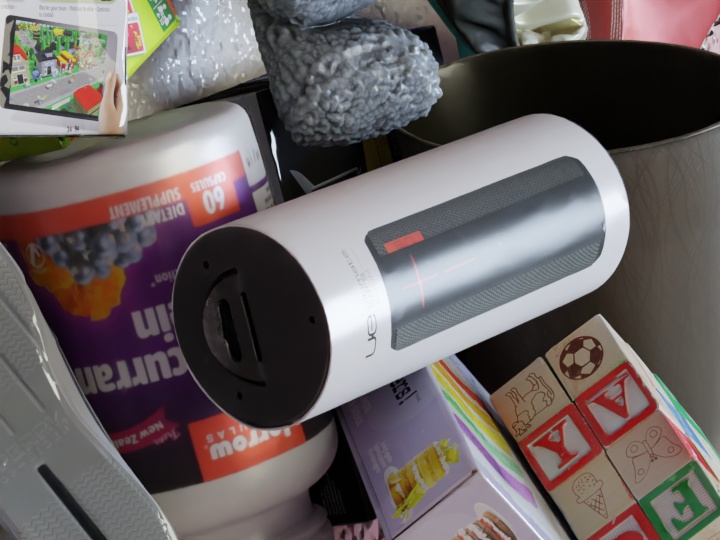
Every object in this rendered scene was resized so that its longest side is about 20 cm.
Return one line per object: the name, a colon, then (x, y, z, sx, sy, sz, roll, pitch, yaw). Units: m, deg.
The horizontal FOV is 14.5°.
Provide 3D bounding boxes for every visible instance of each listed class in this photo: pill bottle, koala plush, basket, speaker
pill bottle: (-0.073, 0.041, 1.147, 0.111, 0.111, 0.201, -29, 106, -53)
koala plush: (0.033, -0.186, 1.197, 0.184, 0.199, 0.178, -97, 166, -45)
basket: (0.110, 0.012, 1.290, 0.136, 0.180, 0.201, -34, 121, -42)
speaker: (0.018, -0.002, 1.113, 0.200, 0.081, 0.082, -21, 100, -48)

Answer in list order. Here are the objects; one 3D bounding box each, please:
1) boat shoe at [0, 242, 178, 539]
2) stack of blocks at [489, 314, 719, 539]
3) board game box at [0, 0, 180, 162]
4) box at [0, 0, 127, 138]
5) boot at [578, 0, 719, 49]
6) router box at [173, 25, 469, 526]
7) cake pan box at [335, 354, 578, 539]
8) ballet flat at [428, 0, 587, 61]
boat shoe: (-0.140, 0.054, 1.079, 0.072, 0.062, 0.200, -33, 88, -14)
stack of blocks: (0.144, 0.116, 1.207, 0.200, 0.059, 0.115, 44, 11, -49)
board game box: (-0.155, -0.155, 1.129, 0.102, 0.047, 0.200, -54, 126, -46)
box: (-0.175, -0.103, 1.044, 0.199, 0.035, 0.111, -2, 94, -40)
boot: (0.166, -0.125, 1.470, 0.200, 0.072, 0.145, -2, 86, -56)
router box: (0.000, 0.000, 1.311, 0.157, 0.052, 0.201, -25, 103, -55)
cake pan box: (0.069, 0.119, 1.166, 0.200, 0.052, 0.184, 49, 9, -23)
ballet flat: (0.072, -0.121, 1.362, 0.200, 0.068, 0.068, 57, 16, -70)
